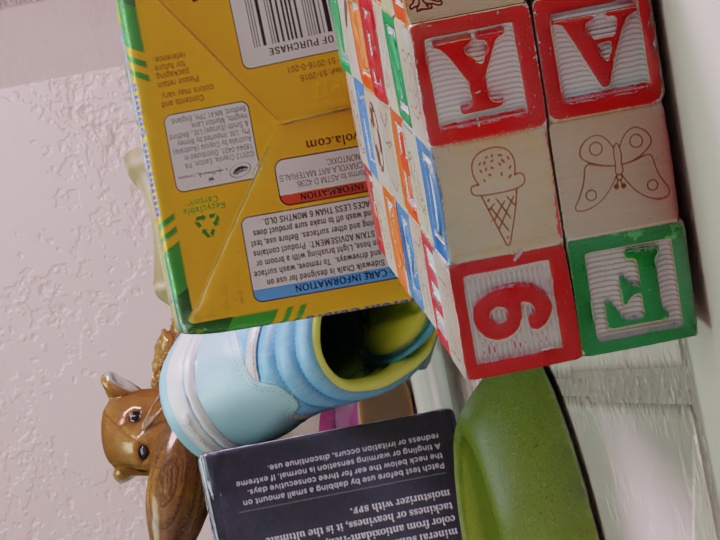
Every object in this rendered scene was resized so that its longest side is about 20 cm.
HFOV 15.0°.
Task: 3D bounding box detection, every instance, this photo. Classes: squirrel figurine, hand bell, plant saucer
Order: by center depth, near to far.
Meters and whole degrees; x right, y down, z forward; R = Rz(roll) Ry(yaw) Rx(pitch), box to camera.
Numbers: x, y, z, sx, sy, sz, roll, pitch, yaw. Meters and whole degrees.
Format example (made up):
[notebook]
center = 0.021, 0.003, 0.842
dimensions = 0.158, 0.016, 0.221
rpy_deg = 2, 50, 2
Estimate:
[plant saucer]
center = 0.063, 0.127, 0.975
dimensions = 0.200, 0.031, 0.201
rpy_deg = 168, 90, -86
[hand bell]
center = -0.081, 0.047, 1.348
dimensions = 0.104, 0.104, 0.201
rpy_deg = 98, -179, -76
[squirrel figurine]
center = -0.115, 0.112, 2.190
dimensions = 0.200, 0.186, 0.142
rpy_deg = -111, 11, -67

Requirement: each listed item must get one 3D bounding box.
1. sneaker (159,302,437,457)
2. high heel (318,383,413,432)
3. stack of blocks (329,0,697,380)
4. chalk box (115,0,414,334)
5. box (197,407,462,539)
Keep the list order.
[sneaker]
center = 0.000, 0.000, 1.257
dimensions = 0.080, 0.130, 0.200
rpy_deg = 47, -134, -23
[high heel]
center = 0.004, 0.157, 1.501
dimensions = 0.096, 0.067, 0.201
rpy_deg = 135, 129, -73
[stack of blocks]
center = 0.033, -0.051, 0.734
dimensions = 0.200, 0.058, 0.116
rpy_deg = -124, 24, -79
[chalk box]
center = -0.015, -0.045, 0.951
dimensions = 0.200, 0.124, 0.124
rpy_deg = 154, 105, -86
[box]
center = 0.004, 0.186, 1.265
dimensions = 0.200, 0.123, 0.199
rpy_deg = 91, 168, -77
